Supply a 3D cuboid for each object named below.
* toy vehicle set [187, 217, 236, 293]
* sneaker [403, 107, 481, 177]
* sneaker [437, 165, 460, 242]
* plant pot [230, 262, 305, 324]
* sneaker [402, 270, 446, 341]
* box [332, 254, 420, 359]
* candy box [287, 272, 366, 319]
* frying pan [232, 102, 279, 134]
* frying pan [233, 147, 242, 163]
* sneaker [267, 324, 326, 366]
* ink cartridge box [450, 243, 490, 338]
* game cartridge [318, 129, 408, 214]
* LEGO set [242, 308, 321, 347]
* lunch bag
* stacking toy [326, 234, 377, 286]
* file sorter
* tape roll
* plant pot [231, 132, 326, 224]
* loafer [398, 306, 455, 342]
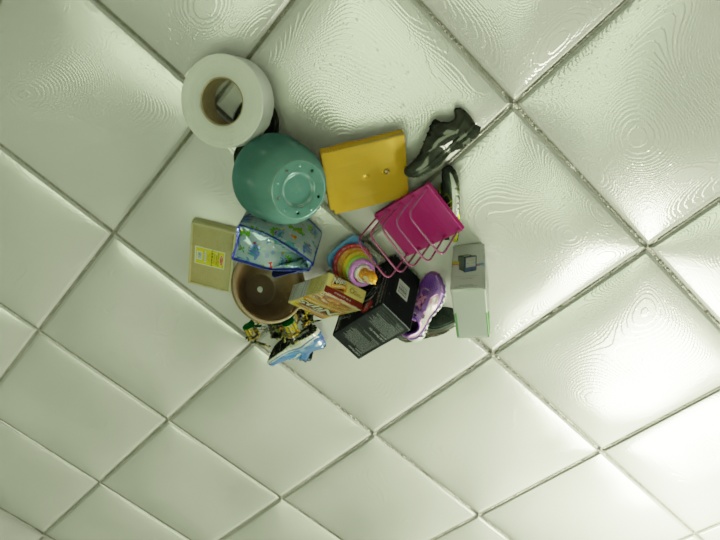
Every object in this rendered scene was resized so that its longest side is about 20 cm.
[{"bbox_3d":[-0.401,-0.039,1.720,0.122,0.027,0.202,14,124,0],"label":"toy vehicle set"},{"bbox_3d":[0.173,-0.290,1.443,0.199,0.076,0.091,-37,102,12],"label":"sneaker"},{"bbox_3d":[0.197,-0.154,1.521,0.083,0.075,0.202,0,122,10],"label":"sneaker"},{"bbox_3d":[-0.253,0.045,1.682,0.200,0.202,0.092,37,155,-15],"label":"plant pot"},{"bbox_3d":[0.156,0.098,1.651,0.080,0.088,0.202,30,105,27],"label":"sneaker"},{"bbox_3d":[0.042,0.093,1.619,0.104,0.201,0.181,43,125,-19],"label":"box"},{"bbox_3d":[-0.087,0.067,1.601,0.115,0.056,0.199,28,156,-24],"label":"candy box"},{"bbox_3d":[-0.217,-0.313,1.478,0.115,0.031,0.191,-39,96,17],"label":"frying pan"},{"bbox_3d":[-0.217,-0.258,1.546,0.187,0.031,0.116,16,121,-2],"label":"frying pan"},{"bbox_3d":[-0.185,0.237,1.833,0.198,0.079,0.090,-27,112,23],"label":"sneaker"},{"bbox_3d":[0.274,0.047,1.564,0.086,0.201,0.147,-4,123,15],"label":"ink cartridge box"},{"bbox_3d":[0.012,-0.227,1.475,0.197,0.033,0.178,-13,133,-5],"label":"game cartridge"},{"bbox_3d":[-0.214,0.164,1.749,0.197,0.155,0.117,-12,121,20],"label":"LEGO set"},{"bbox_3d":[-0.201,-0.077,1.577,0.197,0.171,0.129,15,124,-3],"label":"lunch bag"},{"bbox_3d":[0.000,0.000,1.564,0.109,0.200,0.116,-40,112,-4],"label":"stacking toy"},{"bbox_3d":[0.113,-0.085,1.502,0.139,0.126,0.199,49,140,-14],"label":"file sorter"},{"bbox_3d":[-0.298,-0.379,1.423,0.199,0.071,0.206,3,105,13],"label":"tape roll"},{"bbox_3d":[-0.167,-0.193,1.405,0.198,0.161,0.204,-10,112,-25],"label":"plant pot"},{"bbox_3d":[0.186,0.152,1.734,0.198,0.073,0.063,-17,139,26],"label":"loafer"}]
